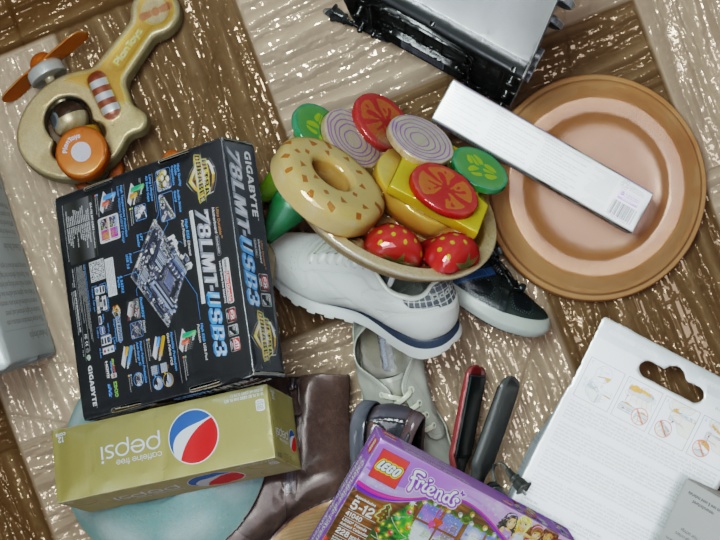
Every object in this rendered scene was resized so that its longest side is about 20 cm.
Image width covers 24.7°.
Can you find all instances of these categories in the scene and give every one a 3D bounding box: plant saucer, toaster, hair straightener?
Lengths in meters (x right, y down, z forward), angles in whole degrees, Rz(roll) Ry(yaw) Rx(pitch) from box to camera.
[{"bbox_3d":[0.206,-0.073,1.444,0.198,0.037,0.202,0,91,4],"label":"plant saucer"},{"bbox_3d":[-0.179,0.154,1.437,0.199,0.039,0.203,-5,73,16],"label":"plant saucer"},{"bbox_3d":[0.075,-0.235,1.380,0.199,0.181,0.119,29,87,3],"label":"toaster"},{"bbox_3d":[0.106,0.187,1.420,0.076,0.041,0.202,13,86,31],"label":"hair straightener"}]

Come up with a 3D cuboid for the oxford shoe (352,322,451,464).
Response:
[{"bbox_3d":[0.035,0.123,1.448,0.074,0.058,0.202,-14,93,-1],"label":"oxford shoe"}]

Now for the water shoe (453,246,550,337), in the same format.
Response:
[{"bbox_3d":[0.090,-0.018,1.430,0.199,0.072,0.079,34,102,3],"label":"water shoe"}]

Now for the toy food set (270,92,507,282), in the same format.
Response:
[{"bbox_3d":[0.026,-0.071,1.352,0.199,0.199,0.049,27,128,-2],"label":"toy food set"}]

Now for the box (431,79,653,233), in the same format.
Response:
[{"bbox_3d":[0.155,-0.097,1.408,0.199,0.039,0.042,29,91,3],"label":"box"}]

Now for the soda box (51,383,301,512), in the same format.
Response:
[{"bbox_3d":[-0.155,0.150,1.372,0.198,0.068,0.065,-14,72,14],"label":"soda box"}]

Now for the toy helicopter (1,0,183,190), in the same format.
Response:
[{"bbox_3d":[-0.234,-0.172,1.463,0.132,0.079,0.201,33,82,11],"label":"toy helicopter"}]

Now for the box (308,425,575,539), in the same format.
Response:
[{"bbox_3d":[0.064,0.237,1.384,0.199,0.039,0.138,29,97,-13],"label":"box"}]

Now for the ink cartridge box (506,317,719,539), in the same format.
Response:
[{"bbox_3d":[0.235,0.165,1.445,0.161,0.050,0.201,27,88,3],"label":"ink cartridge box"}]

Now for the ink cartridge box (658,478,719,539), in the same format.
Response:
[{"bbox_3d":[0.309,0.300,1.395,0.144,0.084,0.202,23,92,-24],"label":"ink cartridge box"}]

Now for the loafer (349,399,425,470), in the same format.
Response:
[{"bbox_3d":[0.032,0.209,1.420,0.062,0.072,0.202,1,109,21],"label":"loafer"}]

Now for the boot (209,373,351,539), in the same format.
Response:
[{"bbox_3d":[-0.094,0.182,1.460,0.198,0.072,0.168,-8,83,2],"label":"boot"}]

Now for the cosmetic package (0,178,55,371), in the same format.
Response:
[{"bbox_3d":[-0.384,0.008,1.417,0.165,0.167,0.202,-18,89,3],"label":"cosmetic package"}]

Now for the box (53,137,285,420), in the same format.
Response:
[{"bbox_3d":[-0.163,0.011,1.379,0.197,0.050,0.202,-17,77,33],"label":"box"}]

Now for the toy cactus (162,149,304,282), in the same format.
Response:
[{"bbox_3d":[-0.099,-0.042,1.414,0.198,0.102,0.166,-19,52,12],"label":"toy cactus"}]

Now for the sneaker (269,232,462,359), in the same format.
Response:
[{"bbox_3d":[0.000,0.000,1.406,0.199,0.081,0.077,20,54,27],"label":"sneaker"}]
